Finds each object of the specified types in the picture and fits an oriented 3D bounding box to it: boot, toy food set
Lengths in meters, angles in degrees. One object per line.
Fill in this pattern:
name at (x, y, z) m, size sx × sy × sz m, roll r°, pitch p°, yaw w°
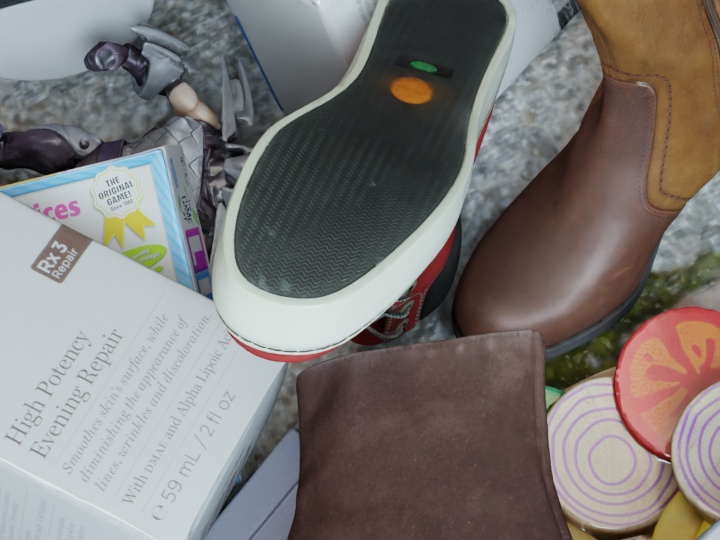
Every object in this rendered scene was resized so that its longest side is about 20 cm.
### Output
boot at (0.048, 0.095, 0.609) m, size 0.199 × 0.072 × 0.168 m, roll -10°, pitch 64°, yaw 34°
boot at (0.000, 0.000, 0.719) m, size 0.072 × 0.145 × 0.200 m, roll 20°, pitch 41°, yaw 11°
toy food set at (0.120, 0.112, 0.715) m, size 0.199 × 0.049 × 0.199 m, roll 21°, pitch 69°, yaw 23°
boot at (0.095, -0.067, 0.727) m, size 0.188 × 0.200 × 0.069 m, roll -35°, pitch 61°, yaw -6°

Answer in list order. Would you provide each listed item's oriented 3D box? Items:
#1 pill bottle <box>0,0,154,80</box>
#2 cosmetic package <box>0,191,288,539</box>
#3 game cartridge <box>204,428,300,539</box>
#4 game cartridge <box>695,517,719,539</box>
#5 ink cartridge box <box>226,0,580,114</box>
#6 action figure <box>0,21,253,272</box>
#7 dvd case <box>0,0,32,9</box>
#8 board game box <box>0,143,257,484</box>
pill bottle at (-0.161, -0.195, 0.908) m, size 0.112 × 0.114 × 0.201 m, roll -19°, pitch 59°, yaw 3°
cosmetic package at (-0.136, 0.034, 0.710) m, size 0.199 × 0.074 × 0.102 m, roll 27°, pitch 53°, yaw 3°
game cartridge at (-0.032, 0.155, 0.702) m, size 0.200 × 0.038 × 0.130 m, roll -50°, pitch 53°, yaw 3°
game cartridge at (0.145, 0.146, 0.644) m, size 0.200 × 0.042 × 0.133 m, roll -39°, pitch 77°, yaw -9°
ink cartridge box at (0.041, -0.154, 0.819) m, size 0.084 × 0.145 × 0.200 m, roll 37°, pitch 76°, yaw 29°
action figure at (-0.120, -0.039, 0.844) m, size 0.198 × 0.070 × 0.131 m, roll -1°, pitch 59°, yaw 11°
dvd case at (-0.067, -0.181, 0.774) m, size 0.198 × 0.025 × 0.151 m, roll -12°, pitch 52°, yaw 19°
board game box at (-0.153, 0.038, 0.788) m, size 0.198 × 0.034 × 0.136 m, roll -12°, pitch 93°, yaw 9°
